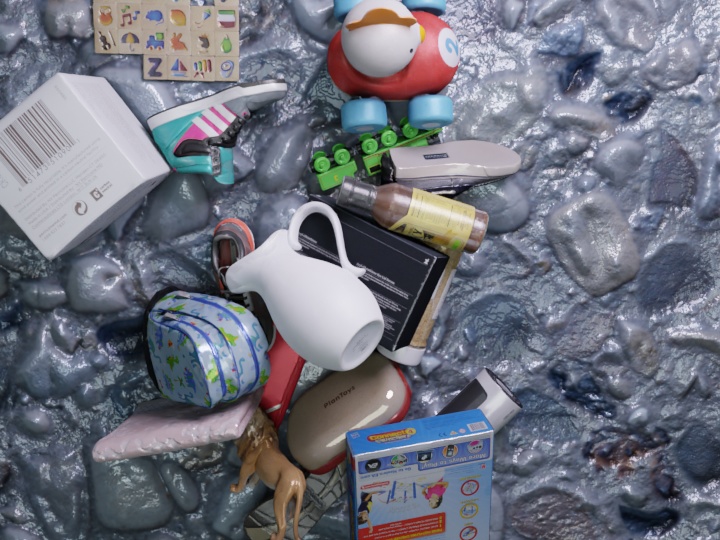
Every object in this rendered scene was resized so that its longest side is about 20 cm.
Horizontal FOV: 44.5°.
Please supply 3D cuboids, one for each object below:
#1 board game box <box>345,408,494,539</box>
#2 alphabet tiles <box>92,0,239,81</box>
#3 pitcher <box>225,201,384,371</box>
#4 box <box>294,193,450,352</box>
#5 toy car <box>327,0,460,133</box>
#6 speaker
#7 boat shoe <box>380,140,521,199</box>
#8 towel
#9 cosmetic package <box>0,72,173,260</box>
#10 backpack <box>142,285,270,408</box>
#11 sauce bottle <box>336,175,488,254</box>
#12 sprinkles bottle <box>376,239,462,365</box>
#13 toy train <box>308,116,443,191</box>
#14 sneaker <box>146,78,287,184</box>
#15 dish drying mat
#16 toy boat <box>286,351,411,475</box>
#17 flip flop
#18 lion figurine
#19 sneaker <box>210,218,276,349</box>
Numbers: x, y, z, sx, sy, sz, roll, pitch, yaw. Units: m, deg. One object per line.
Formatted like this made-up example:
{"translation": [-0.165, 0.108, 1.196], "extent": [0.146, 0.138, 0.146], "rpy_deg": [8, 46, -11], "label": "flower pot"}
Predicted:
{"translation": [0.082, 0.304, 1.224], "extent": [0.199, 0.056, 0.197], "rpy_deg": [-7, 117, -12], "label": "board game box"}
{"translation": [-0.266, -0.346, 1.204], "extent": [0.199, 0.008, 0.168], "rpy_deg": [1, 102, 0], "label": "alphabet tiles"}
{"translation": [-0.051, 0.018, 1.133], "extent": [0.200, 0.121, 0.172], "rpy_deg": [39, 89, 27], "label": "pitcher"}
{"translation": [0.000, 0.000, 1.205], "extent": [0.199, 0.079, 0.142], "rpy_deg": [28, 103, 18], "label": "box"}
{"translation": [0.043, -0.285, 1.101], "extent": [0.176, 0.200, 0.186], "rpy_deg": [-3, 87, 0], "label": "toy car"}
{"translation": [0.139, 0.239, 1.287], "extent": [0.081, 0.081, 0.200], "rpy_deg": [44, 98, -8], "label": "speaker"}
{"translation": [0.121, -0.123, 1.228], "extent": [0.199, 0.075, 0.093], "rpy_deg": [-2, 130, -10], "label": "boat shoe"}
{"translation": [-0.243, 0.204, 1.212], "extent": [0.199, 0.191, 0.032], "rpy_deg": [-12, 100, 7], "label": "towel"}
{"translation": [-0.369, -0.140, 1.145], "extent": [0.165, 0.200, 0.165], "rpy_deg": [-38, 99, 7], "label": "cosmetic package"}
{"translation": [-0.209, 0.111, 1.187], "extent": [0.199, 0.154, 0.164], "rpy_deg": [3, 105, 30], "label": "backpack"}
{"translation": [0.067, -0.078, 1.165], "extent": [0.199, 0.065, 0.065], "rpy_deg": [17, 101, -5], "label": "sauce bottle"}
{"translation": [0.088, 0.033, 1.251], "extent": [0.068, 0.068, 0.201], "rpy_deg": [20, 100, -4], "label": "sprinkles bottle"}
{"translation": [0.025, -0.166, 1.225], "extent": [0.199, 0.042, 0.057], "rpy_deg": [-21, 115, 2], "label": "toy train"}
{"translation": [-0.181, -0.180, 1.196], "extent": [0.199, 0.084, 0.121], "rpy_deg": [-17, 96, 11], "label": "sneaker"}
{"translation": [-0.126, 0.146, 1.297], "extent": [0.076, 0.018, 0.201], "rpy_deg": [21, 101, -3], "label": "dish drying mat"}
{"translation": [-0.006, 0.221, 1.275], "extent": [0.200, 0.131, 0.131], "rpy_deg": [-34, 129, 6], "label": "toy boat"}
{"translation": [-0.086, 0.340, 1.322], "extent": [0.200, 0.058, 0.081], "rpy_deg": [-41, 94, -8], "label": "flip flop"}
{"translation": [-0.123, 0.285, 1.244], "extent": [0.200, 0.072, 0.123], "rpy_deg": [35, 108, 33], "label": "lion figurine"}
{"translation": [-0.176, 0.031, 1.237], "extent": [0.077, 0.082, 0.201], "rpy_deg": [-14, 99, 10], "label": "sneaker"}
